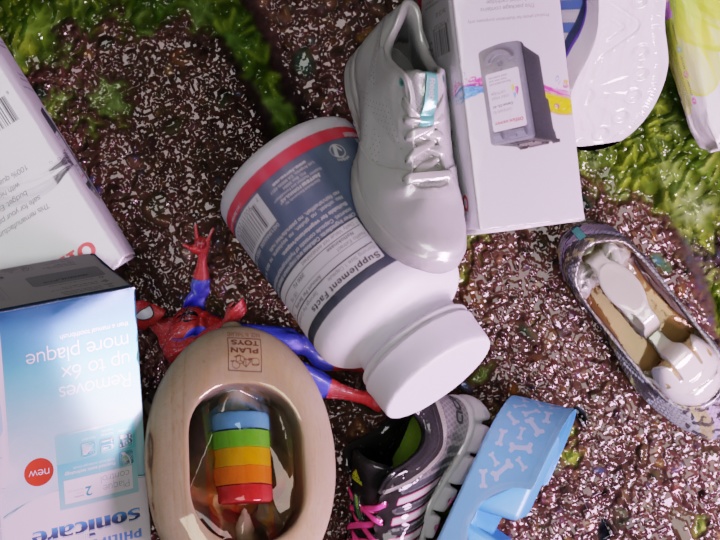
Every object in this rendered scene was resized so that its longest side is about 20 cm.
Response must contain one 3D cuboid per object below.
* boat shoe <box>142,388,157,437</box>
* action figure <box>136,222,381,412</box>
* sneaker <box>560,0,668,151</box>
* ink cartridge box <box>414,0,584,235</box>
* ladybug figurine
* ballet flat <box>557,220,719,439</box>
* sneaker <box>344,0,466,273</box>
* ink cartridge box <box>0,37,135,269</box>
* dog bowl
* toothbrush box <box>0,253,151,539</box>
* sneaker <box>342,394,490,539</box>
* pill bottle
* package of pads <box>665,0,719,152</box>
[{"bbox_3d":[-0.111,0.183,1.468,0.074,0.076,0.200,-39,84,5],"label":"boat shoe"},{"bbox_3d":[-0.072,0.034,1.455,0.200,0.065,0.099,11,124,-1],"label":"action figure"},{"bbox_3d":[0.171,-0.207,1.464,0.080,0.147,0.200,-8,135,-12],"label":"sneaker"},{"bbox_3d":[0.093,-0.128,1.423,0.085,0.148,0.200,-8,92,-10],"label":"ink cartridge box"},{"bbox_3d":[-0.088,0.136,1.397,0.135,0.072,0.200,4,73,-14],"label":"ladybug figurine"},{"bbox_3d":[0.219,0.049,1.470,0.072,0.072,0.200,-39,92,0],"label":"ballet flat"},{"bbox_3d":[0.036,-0.096,1.361,0.075,0.089,0.200,1,57,-25],"label":"sneaker"},{"bbox_3d":[-0.279,-0.054,1.449,0.146,0.084,0.200,-31,92,0],"label":"ink cartridge box"},{"bbox_3d":[0.095,0.183,1.453,0.049,0.111,0.200,25,90,11],"label":"dog bowl"},{"bbox_3d":[-0.232,0.104,1.376,0.146,0.085,0.200,-10,113,-25],"label":"toothbrush box"},{"bbox_3d":[0.015,0.169,1.450,0.087,0.074,0.200,32,86,-38],"label":"sneaker"},{"bbox_3d":[0.000,0.000,1.410,0.120,0.120,0.200,-36,71,0],"label":"pill bottle"},{"bbox_3d":[0.295,-0.201,1.467,0.154,0.068,0.200,-18,91,-1],"label":"package of pads"}]
